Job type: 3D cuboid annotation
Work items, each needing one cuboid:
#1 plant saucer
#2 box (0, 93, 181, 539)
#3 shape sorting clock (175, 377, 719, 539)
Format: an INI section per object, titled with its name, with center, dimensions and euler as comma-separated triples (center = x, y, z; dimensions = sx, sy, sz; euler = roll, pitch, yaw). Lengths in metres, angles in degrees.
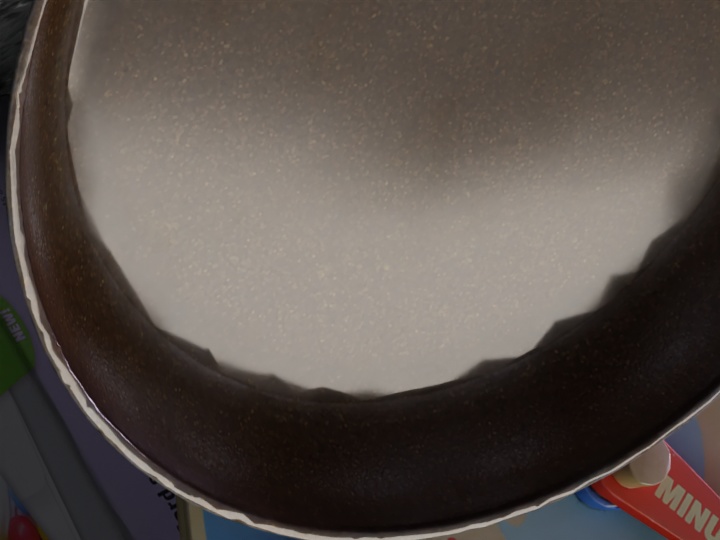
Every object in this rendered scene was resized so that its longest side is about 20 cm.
[plant saucer]
center = 0.020, -0.040, 0.577
dimensions = 0.200, 0.032, 0.201
euler = -13, 121, -23
[box]
center = -0.082, 0.081, 0.706
dimensions = 0.041, 0.200, 0.156
euler = -22, 168, -42
[shape sorting clock]
center = 0.053, 0.043, 0.658
dimensions = 0.200, 0.200, 0.039
euler = -25, -176, -30
